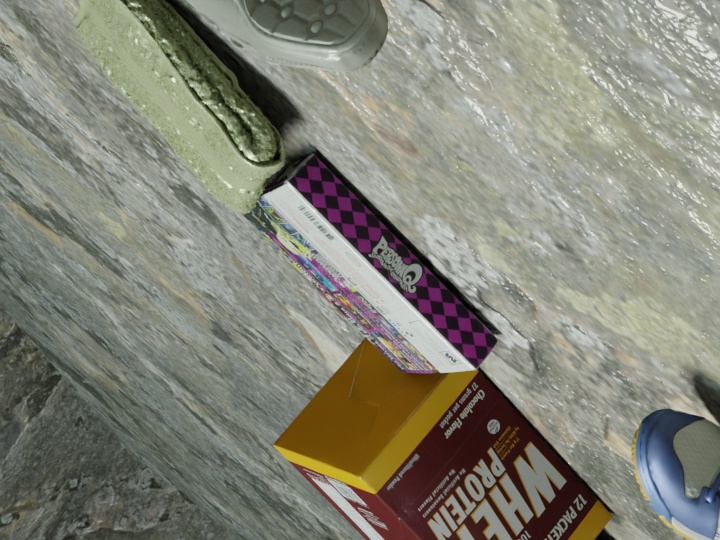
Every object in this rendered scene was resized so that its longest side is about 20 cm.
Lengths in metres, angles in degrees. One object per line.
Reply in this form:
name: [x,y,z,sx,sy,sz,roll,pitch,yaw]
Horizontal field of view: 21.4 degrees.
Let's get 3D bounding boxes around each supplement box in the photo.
supplement box: [0.067,0.178,1.617,0.200,0.133,0.197,47,165,-19]

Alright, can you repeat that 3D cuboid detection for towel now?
towel: [-0.135,-0.132,1.386,0.200,0.036,0.148,48,162,2]

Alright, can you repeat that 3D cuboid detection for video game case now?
video game case: [0.000,0.000,1.467,0.200,0.036,0.181,45,166,-9]

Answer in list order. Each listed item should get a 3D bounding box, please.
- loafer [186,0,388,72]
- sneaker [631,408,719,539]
loafer: [-0.041,-0.150,1.078,0.070,0.070,0.200,46,174,-38]
sneaker: [0.256,0.151,1.181,0.200,0.076,0.088,40,156,-18]
